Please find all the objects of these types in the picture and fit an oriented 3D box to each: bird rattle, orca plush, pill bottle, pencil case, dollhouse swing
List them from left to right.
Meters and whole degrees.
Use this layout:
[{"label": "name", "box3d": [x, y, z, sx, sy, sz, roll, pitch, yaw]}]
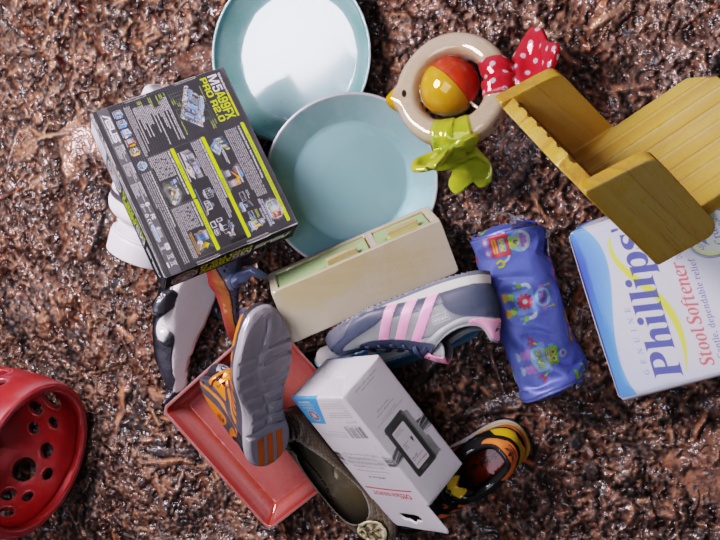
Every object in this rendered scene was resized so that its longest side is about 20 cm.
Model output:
[{"label": "pill bottle", "box3d": [-0.234, -0.108, 1.315, 0.110, 0.111, 0.202, 25, 105, 14]}, {"label": "orca plush", "box3d": [-0.223, 0.057, 1.360, 0.071, 0.104, 0.202, 27, 125, 42]}, {"label": "bird rattle", "box3d": [0.115, -0.190, 1.184, 0.163, 0.112, 0.201, 41, 101, 22]}, {"label": "pencil case", "box3d": [0.186, 0.040, 1.205, 0.086, 0.078, 0.202, -17, 91, 10]}, {"label": "dollhouse swing", "box3d": [0.273, -0.141, 1.059, 0.176, 0.201, 0.181, -45, 126, 13]}]

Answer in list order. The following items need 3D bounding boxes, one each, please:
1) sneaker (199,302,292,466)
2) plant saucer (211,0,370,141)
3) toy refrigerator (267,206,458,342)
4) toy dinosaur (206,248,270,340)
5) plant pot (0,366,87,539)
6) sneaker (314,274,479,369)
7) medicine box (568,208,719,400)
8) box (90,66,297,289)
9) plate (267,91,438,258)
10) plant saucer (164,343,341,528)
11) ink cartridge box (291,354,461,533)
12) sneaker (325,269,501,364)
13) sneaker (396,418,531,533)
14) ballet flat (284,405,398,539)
[{"label": "sneaker", "box3d": [-0.136, 0.113, 1.226, 0.112, 0.077, 0.202, 32, 127, 42]}, {"label": "plant saucer", "box3d": [-0.076, -0.249, 1.282, 0.197, 0.036, 0.203, 2, 98, 18]}, {"label": "toy refrigerator", "box3d": [0.000, 0.000, 1.222, 0.198, 0.076, 0.071, -23, 107, -1]}, {"label": "toy dinosaur", "box3d": [-0.164, -0.012, 1.288, 0.197, 0.105, 0.184, 11, 98, -12]}, {"label": "plant pot", "box3d": [-0.475, 0.217, 1.399, 0.181, 0.200, 0.203, 12, 101, 25]}, {"label": "sneaker", "box3d": [0.036, 0.067, 1.269, 0.198, 0.076, 0.082, -20, 75, 18]}, {"label": "medicine box", "box3d": [0.339, 0.014, 1.134, 0.198, 0.103, 0.184, -18, 91, 19]}, {"label": "box", "box3d": [-0.181, -0.102, 1.195, 0.159, 0.044, 0.202, -24, 80, -20]}, {"label": "plate", "box3d": [-0.010, -0.101, 1.256, 0.197, 0.026, 0.203, -1, 101, -3]}, {"label": "plant saucer", "box3d": [-0.105, 0.180, 1.326, 0.200, 0.037, 0.200, -41, 93, 23]}, {"label": "ink cartridge box", "box3d": [0.029, 0.190, 1.213, 0.201, 0.068, 0.116, 53, 152, -16]}, {"label": "sneaker", "box3d": [0.056, 0.068, 1.182, 0.198, 0.070, 0.083, -22, 76, 20]}, {"label": "sneaker", "box3d": [0.100, 0.240, 1.252, 0.199, 0.090, 0.070, -37, 84, 20]}, {"label": "ballet flat", "box3d": [-0.031, 0.244, 1.278, 0.067, 0.046, 0.201, -35, 94, 28]}]
